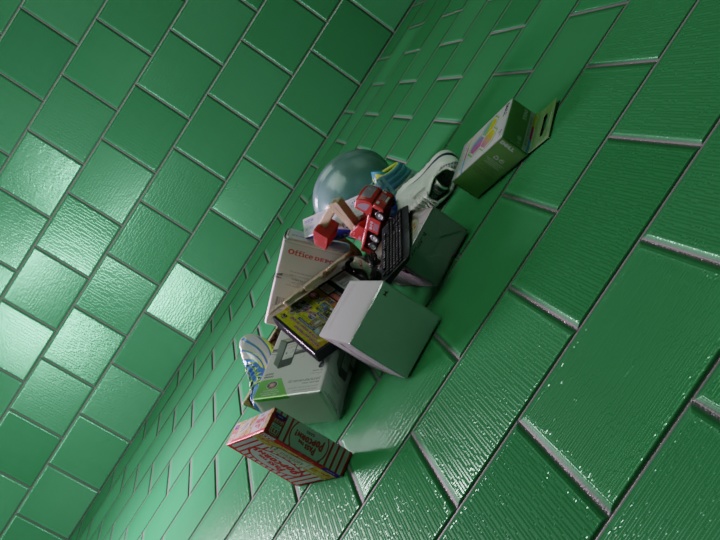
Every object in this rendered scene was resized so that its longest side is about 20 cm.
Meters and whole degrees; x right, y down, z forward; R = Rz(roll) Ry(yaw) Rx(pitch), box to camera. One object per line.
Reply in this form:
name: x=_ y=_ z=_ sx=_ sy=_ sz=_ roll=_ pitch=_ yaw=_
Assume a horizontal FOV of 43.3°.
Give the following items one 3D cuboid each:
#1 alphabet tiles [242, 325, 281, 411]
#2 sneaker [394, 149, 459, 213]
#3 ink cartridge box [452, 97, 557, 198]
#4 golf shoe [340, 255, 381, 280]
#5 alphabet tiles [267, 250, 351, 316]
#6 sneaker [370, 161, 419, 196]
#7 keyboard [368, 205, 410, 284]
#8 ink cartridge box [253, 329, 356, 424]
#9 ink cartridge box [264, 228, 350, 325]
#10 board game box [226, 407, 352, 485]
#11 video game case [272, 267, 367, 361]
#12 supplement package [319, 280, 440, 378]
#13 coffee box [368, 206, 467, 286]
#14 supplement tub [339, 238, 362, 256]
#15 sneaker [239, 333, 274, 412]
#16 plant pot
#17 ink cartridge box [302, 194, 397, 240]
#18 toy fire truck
alphabet tiles: x=-0.164 y=0.205 z=1.891 sx=0.008 sy=0.167 sz=0.201 roll=28 pitch=85 yaw=38
sneaker: x=0.127 y=-0.146 z=1.796 sx=0.200 sy=0.076 sz=0.081 roll=-53 pitch=24 yaw=23
ink cartridge box: x=0.246 y=-0.223 z=1.563 sx=0.200 sy=0.059 sz=0.104 roll=-42 pitch=21 yaw=49
golf shoe: x=0.000 y=0.000 z=1.877 sx=0.078 sy=0.088 sz=0.200 roll=-62 pitch=13 yaw=-13
alphabet tiles: x=-0.098 y=0.027 z=1.812 sx=0.195 sy=0.015 sz=0.200 roll=-37 pitch=2 yaw=8
sneaker: x=0.053 y=-0.136 z=1.895 sx=0.201 sy=0.130 sz=0.080 roll=-58 pitch=15 yaw=1
keyboard: x=0.046 y=-0.030 z=1.588 sx=0.127 sy=0.021 sz=0.200 roll=-53 pitch=15 yaw=25
ink cartridge box: x=-0.095 y=0.183 z=1.688 sx=0.144 sy=0.084 sz=0.201 roll=-11 pitch=38 yaw=25
ink cartridge box: x=-0.114 y=0.026 z=1.961 sx=0.085 sy=0.144 sz=0.201 roll=-83 pitch=8 yaw=-72
board game box: x=-0.123 y=0.297 z=1.516 sx=0.200 sy=0.151 sz=0.047 roll=-34 pitch=26 yaw=60
video game case: x=-0.050 y=0.078 z=1.696 sx=0.180 sy=0.026 sz=0.200 roll=-34 pitch=29 yaw=-15
supplement package: x=0.027 y=0.094 z=1.512 sx=0.118 sy=0.116 sz=0.200 roll=-59 pitch=13 yaw=-9
coffee box: x=0.099 y=-0.039 z=1.629 sx=0.115 sy=0.079 sz=0.200 roll=-60 pitch=14 yaw=-9
supplement tub: x=-0.090 y=0.016 z=2.072 sx=0.201 sy=0.122 sz=0.123 roll=-54 pitch=14 yaw=12
sneaker: x=-0.184 y=0.210 z=1.759 sx=0.076 sy=0.201 sz=0.105 roll=-38 pitch=-11 yaw=12
plant pot: x=0.011 y=-0.149 z=1.999 sx=0.201 sy=0.200 sz=0.134 roll=-55 pitch=40 yaw=10
ink cartridge box: x=-0.023 y=-0.107 z=1.858 sx=0.199 sy=0.093 sz=0.045 roll=-18 pitch=75 yaw=49
toy fire truck: x=-0.015 y=-0.098 z=1.738 sx=0.049 sy=0.140 sz=0.201 roll=-55 pitch=-14 yaw=-35
